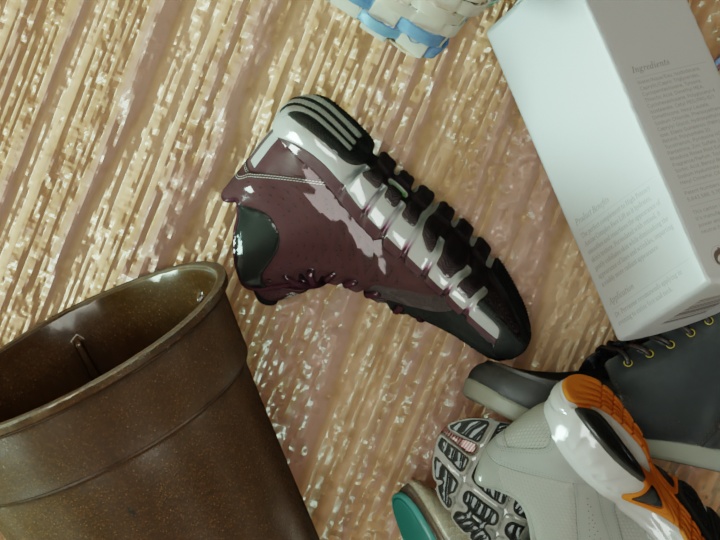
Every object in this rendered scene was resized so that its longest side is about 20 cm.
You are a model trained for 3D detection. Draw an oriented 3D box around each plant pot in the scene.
[{"bbox_3d":[-0.122,0.129,1.666,0.200,0.200,0.198,-25,104,9],"label":"plant pot"}]

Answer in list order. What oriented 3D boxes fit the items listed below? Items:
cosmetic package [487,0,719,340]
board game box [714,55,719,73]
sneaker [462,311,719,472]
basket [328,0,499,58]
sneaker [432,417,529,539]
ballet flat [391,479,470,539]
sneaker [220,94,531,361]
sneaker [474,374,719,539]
[{"bbox_3d":[0.156,-0.072,1.609,0.074,0.102,0.200,-14,77,-32],"label":"cosmetic package"},{"bbox_3d":[0.272,-0.075,1.661,0.158,0.039,0.200,45,100,-3],"label":"board game box"},{"bbox_3d":[0.159,0.050,1.670,0.200,0.075,0.106,12,95,-21],"label":"sneaker"},{"bbox_3d":[0.057,-0.233,1.592,0.139,0.176,0.200,26,120,0],"label":"basket"},{"bbox_3d":[0.126,0.143,1.689,0.200,0.085,0.077,27,97,-11],"label":"sneaker"},{"bbox_3d":[0.081,0.206,1.728,0.062,0.067,0.200,-26,101,-19],"label":"ballet flat"},{"bbox_3d":[0.000,0.000,1.695,0.200,0.076,0.116,46,113,0],"label":"sneaker"},{"bbox_3d":[0.143,0.151,1.622,0.092,0.076,0.200,-32,108,23],"label":"sneaker"}]
